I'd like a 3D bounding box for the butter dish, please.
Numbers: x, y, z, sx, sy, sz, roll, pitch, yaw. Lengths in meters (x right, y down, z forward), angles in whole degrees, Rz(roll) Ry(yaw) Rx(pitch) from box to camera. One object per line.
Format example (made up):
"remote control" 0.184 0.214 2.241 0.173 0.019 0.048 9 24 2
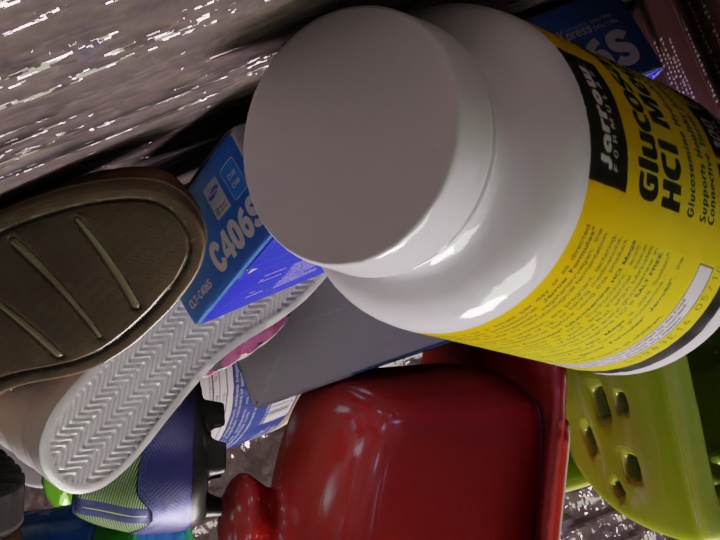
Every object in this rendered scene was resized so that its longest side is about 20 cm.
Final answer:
"butter dish" 0.004 0.122 1.168 0.147 0.201 0.200 4 -177 -18

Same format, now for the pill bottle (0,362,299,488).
"pill bottle" -0.119 0.057 1.359 0.111 0.112 0.200 -24 176 35

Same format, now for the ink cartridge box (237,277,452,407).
"ink cartridge box" 0.000 0.000 1.241 0.114 0.068 0.200 -18 -171 8

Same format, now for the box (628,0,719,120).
"box" 0.218 -0.075 0.956 0.165 0.165 0.200 -24 176 -1

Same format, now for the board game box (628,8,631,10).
"board game box" 0.056 -0.072 1.145 0.199 0.028 0.135 -22 176 -3

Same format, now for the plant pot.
"plant pot" 0.173 0.010 1.195 0.198 0.201 0.181 -14 -175 -28

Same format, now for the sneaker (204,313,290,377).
"sneaker" -0.129 0.019 1.133 0.199 0.081 0.086 -11 -175 6

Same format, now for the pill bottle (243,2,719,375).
"pill bottle" 0.051 -0.029 0.858 0.112 0.113 0.200 -24 160 29

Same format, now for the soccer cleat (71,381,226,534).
"soccer cleat" -0.112 0.050 1.184 0.083 0.065 0.201 -1 -145 -10

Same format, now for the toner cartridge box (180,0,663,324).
"toner cartridge box" 0.020 -0.047 0.981 0.199 0.043 0.095 -23 165 -34

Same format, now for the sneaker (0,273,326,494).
"sneaker" -0.093 -0.003 1.043 0.200 0.074 0.115 -44 -142 -20

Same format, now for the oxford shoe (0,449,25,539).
"oxford shoe" -0.197 0.112 1.136 0.072 0.085 0.200 -6 -164 -13

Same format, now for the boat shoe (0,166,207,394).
"boat shoe" -0.142 0.010 0.957 0.199 0.072 0.068 -29 -159 21

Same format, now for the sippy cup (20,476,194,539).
"sippy cup" -0.156 0.174 1.197 0.129 0.141 0.178 -1 -174 13
